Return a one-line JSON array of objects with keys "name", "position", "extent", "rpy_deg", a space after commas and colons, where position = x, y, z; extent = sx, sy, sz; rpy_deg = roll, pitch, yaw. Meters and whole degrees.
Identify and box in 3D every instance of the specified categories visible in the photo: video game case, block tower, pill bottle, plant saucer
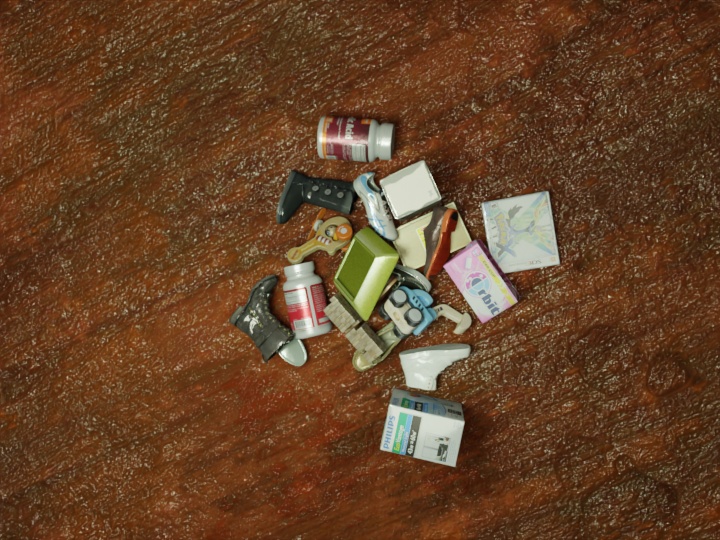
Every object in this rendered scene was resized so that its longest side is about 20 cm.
[{"name": "video game case", "position": [0.433, -0.101, 1.700], "extent": [0.181, 0.022, 0.202], "rpy_deg": [-10, 92, 8]}, {"name": "block tower", "position": [-0.018, 0.155, 1.701], "extent": [0.058, 0.054, 0.200], "rpy_deg": [-40, 89, 17]}, {"name": "pill bottle", "position": [-0.152, 0.081, 1.741], "extent": [0.111, 0.112, 0.202], "rpy_deg": [-12, 91, 8]}, {"name": "plant saucer", "position": [0.000, 0.000, 1.670], "extent": [0.048, 0.200, 0.201], "rpy_deg": [17, 107, -33]}, {"name": "pill bottle", "position": [-0.011, -0.354, 1.696], "extent": [0.198, 0.114, 0.115], "rpy_deg": [5, 94, 7]}]

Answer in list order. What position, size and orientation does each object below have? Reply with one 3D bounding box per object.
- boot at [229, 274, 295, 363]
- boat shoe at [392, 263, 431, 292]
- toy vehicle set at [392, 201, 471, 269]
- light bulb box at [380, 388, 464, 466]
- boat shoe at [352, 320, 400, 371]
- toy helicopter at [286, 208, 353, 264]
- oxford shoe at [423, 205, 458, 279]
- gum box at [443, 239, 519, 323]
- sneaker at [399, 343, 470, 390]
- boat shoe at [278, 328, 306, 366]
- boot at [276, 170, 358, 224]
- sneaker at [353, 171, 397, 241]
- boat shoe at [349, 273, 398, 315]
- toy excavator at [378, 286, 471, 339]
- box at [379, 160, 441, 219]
[{"name": "boot", "position": [-0.246, 0.131, 1.721], "extent": [0.174, 0.069, 0.200], "rpy_deg": [38, 87, 16]}, {"name": "boat shoe", "position": [0.095, 0.022, 1.719], "extent": [0.199, 0.071, 0.064], "rpy_deg": [26, 55, 12]}, {"name": "toy vehicle set", "position": [0.193, -0.091, 1.729], "extent": [0.199, 0.027, 0.125], "rpy_deg": [-24, 90, 8]}, {"name": "light bulb box", "position": [0.165, 0.415, 1.677], "extent": [0.198, 0.198, 0.126], "rpy_deg": [12, 93, 5]}, {"name": "boat shoe", "position": [0.056, 0.208, 1.746], "extent": [0.200, 0.063, 0.073], "rpy_deg": [-38, 88, 8]}, {"name": "toy helicopter", "position": [-0.118, -0.087, 1.739], "extent": [0.199, 0.079, 0.133], "rpy_deg": [-31, 63, -8]}, {"name": "oxford shoe", "position": [0.202, -0.076, 1.692], "extent": [0.072, 0.071, 0.201], "rpy_deg": [23, 100, 34]}, {"name": "gum box", "position": [0.323, 0.024, 1.687], "extent": [0.113, 0.066, 0.201], "rpy_deg": [-35, 89, 23]}, {"name": "sneaker", "position": [0.214, 0.269, 1.730], "extent": [0.199, 0.074, 0.116], "rpy_deg": [-10, 94, 18]}, {"name": "boat shoe", "position": [-0.229, 0.192, 1.787], "extent": [0.075, 0.060, 0.200], "rpy_deg": [-39, 86, -17]}, {"name": "boot", "position": [-0.118, -0.183, 1.727], "extent": [0.199, 0.066, 0.166], "rpy_deg": [15, 73, 4]}, {"name": "sneaker", "position": [0.050, -0.172, 1.694], "extent": [0.072, 0.072, 0.201], "rpy_deg": [-29, 88, 32]}, {"name": "boat shoe", "position": [0.027, 0.065, 1.700], "extent": [0.070, 0.070, 0.200], "rpy_deg": [48, 131, 8]}, {"name": "toy excavator", "position": [0.181, 0.112, 1.688], "extent": [0.199, 0.100, 0.195], "rpy_deg": [-28, 72, -34]}, {"name": "box", "position": [0.135, -0.205, 1.643], "extent": [0.127, 0.200, 0.110], "rpy_deg": [-24, 89, 8]}]
